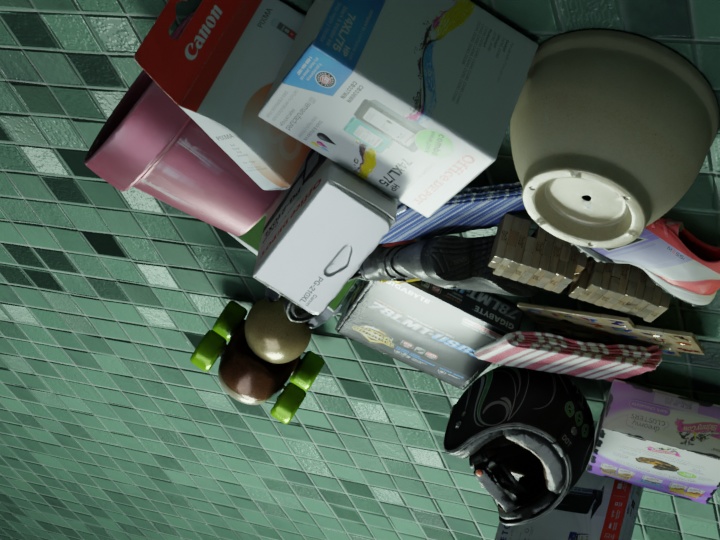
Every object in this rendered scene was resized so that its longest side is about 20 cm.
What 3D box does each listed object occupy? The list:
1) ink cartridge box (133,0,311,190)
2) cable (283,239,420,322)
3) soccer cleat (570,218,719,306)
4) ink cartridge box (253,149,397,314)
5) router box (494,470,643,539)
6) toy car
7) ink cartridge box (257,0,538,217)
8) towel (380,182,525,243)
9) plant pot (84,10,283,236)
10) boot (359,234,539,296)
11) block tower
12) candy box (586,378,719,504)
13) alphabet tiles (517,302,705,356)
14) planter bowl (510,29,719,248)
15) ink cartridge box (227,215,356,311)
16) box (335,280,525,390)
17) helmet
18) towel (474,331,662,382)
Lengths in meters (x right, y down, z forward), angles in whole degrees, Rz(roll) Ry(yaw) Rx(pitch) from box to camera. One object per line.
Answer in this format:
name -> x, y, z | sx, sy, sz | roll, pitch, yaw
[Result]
ink cartridge box -> -0.108, -0.203, 1.334 | 0.050, 0.163, 0.200 | -1, 143, 45
cable -> 0.000, 0.000, 1.611 | 0.050, 0.199, 0.098 | 53, 164, 45
soccer cleat -> 0.299, -0.036, 1.438 | 0.199, 0.068, 0.074 | 27, 127, 1
ink cartridge box -> -0.030, -0.074, 1.406 | 0.084, 0.201, 0.145 | 31, 121, -16
router box -> 0.292, 0.324, 1.877 | 0.178, 0.202, 0.049 | 2, 148, 32
toy car -> -0.111, 0.077, 1.863 | 0.163, 0.158, 0.201 | 33, 125, -1
ink cartridge box -> 0.036, -0.180, 1.285 | 0.199, 0.147, 0.147 | 30, 150, -12
towel -> 0.094, -0.064, 1.451 | 0.198, 0.024, 0.145 | -8, 167, -30
plant pot -> -0.163, -0.139, 1.427 | 0.179, 0.201, 0.200 | 38, 148, -16
boot -> 0.105, -0.009, 1.562 | 0.199, 0.071, 0.131 | 13, 169, -40
block tower -> 0.242, -0.003, 1.497 | 0.198, 0.058, 0.054 | 18, 160, -3
candy box -> 0.388, 0.223, 1.745 | 0.166, 0.072, 0.200 | 14, 158, 9
alphabet tiles -> 0.301, 0.072, 1.599 | 0.198, 0.008, 0.167 | 8, 168, 25
planter bowl -> 0.228, -0.108, 1.283 | 0.198, 0.136, 0.201 | 16, 150, 10
ink cartridge box -> -0.099, -0.036, 1.638 | 0.104, 0.060, 0.200 | 33, 175, 45
box -> 0.087, 0.065, 1.757 | 0.199, 0.050, 0.199 | 26, 151, -6
helmet -> 0.208, 0.215, 1.772 | 0.198, 0.191, 0.202 | 5, 116, 11
towel -> 0.248, 0.101, 1.644 | 0.198, 0.030, 0.146 | 9, 167, -10
